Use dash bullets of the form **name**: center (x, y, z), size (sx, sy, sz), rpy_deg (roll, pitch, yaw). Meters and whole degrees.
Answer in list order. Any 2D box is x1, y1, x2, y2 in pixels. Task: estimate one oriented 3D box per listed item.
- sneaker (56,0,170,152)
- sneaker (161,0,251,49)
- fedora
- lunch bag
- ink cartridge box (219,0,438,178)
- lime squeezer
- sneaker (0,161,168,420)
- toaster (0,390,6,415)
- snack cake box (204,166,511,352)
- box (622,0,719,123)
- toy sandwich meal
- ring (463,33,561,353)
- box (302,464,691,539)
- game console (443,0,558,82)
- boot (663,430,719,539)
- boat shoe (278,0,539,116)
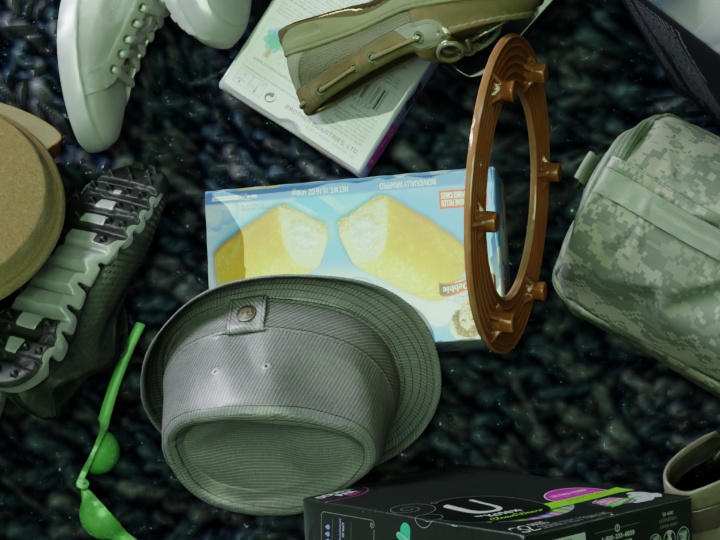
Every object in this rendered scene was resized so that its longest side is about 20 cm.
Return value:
- **sneaker**: center (-0.160, -0.182, 1.357), size (0.084, 0.073, 0.202), rpy_deg (1, 82, 12)
- **sneaker**: center (-0.095, -0.252, 1.335), size (0.080, 0.076, 0.202), rpy_deg (-14, 75, 36)
- **fedora**: center (-0.049, 0.094, 1.255), size (0.198, 0.091, 0.178), rpy_deg (-1, 128, 6)
- **lunch bag**: center (0.225, -0.003, 1.224), size (0.199, 0.168, 0.140), rpy_deg (31, 89, 11)
- **ink cartridge box**: center (0.006, -0.178, 1.347), size (0.119, 0.042, 0.201), rpy_deg (33, 92, 10)
- **lime squeezer**: center (-0.163, 0.139, 1.339), size (0.070, 0.038, 0.202), rpy_deg (-14, 80, 7)
- **sneaker**: center (-0.187, 0.018, 1.343), size (0.066, 0.091, 0.201), rpy_deg (14, 59, 27)
- **toaster**: center (-0.319, 0.083, 1.313), size (0.128, 0.200, 0.114), rpy_deg (9, 121, 7)
- **snack cake box**: center (0.000, 0.000, 1.313), size (0.198, 0.067, 0.116), rpy_deg (-5, 82, 9)
- **box**: center (0.291, -0.175, 1.203), size (0.200, 0.199, 0.123), rpy_deg (-38, 122, 1)
- **toy sandwich meal**: center (-0.290, -0.038, 1.319), size (0.203, 0.070, 0.206), rpy_deg (3, 53, -4)
- **ring**: center (0.100, -0.048, 1.234), size (0.019, 0.200, 0.202), rpy_deg (4, 84, 18)
- **box**: center (0.081, 0.195, 1.182), size (0.199, 0.148, 0.125), rpy_deg (1, 95, 50)
- **game console**: center (0.056, -0.251, 1.264), size (0.200, 0.119, 0.173), rpy_deg (43, 92, 7)
- **boot**: center (0.216, 0.170, 1.214), size (0.200, 0.147, 0.070), rpy_deg (-40, 45, -8)
- **boat shoe**: center (0.034, -0.148, 1.260), size (0.199, 0.073, 0.064), rpy_deg (-10, 96, 35)
